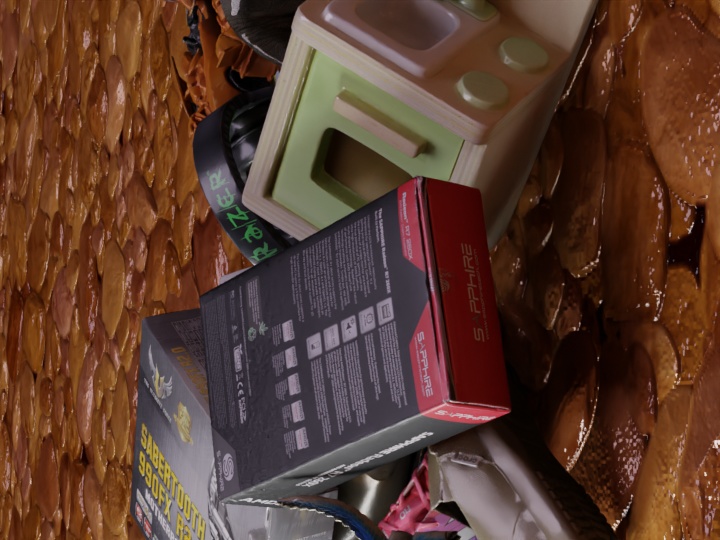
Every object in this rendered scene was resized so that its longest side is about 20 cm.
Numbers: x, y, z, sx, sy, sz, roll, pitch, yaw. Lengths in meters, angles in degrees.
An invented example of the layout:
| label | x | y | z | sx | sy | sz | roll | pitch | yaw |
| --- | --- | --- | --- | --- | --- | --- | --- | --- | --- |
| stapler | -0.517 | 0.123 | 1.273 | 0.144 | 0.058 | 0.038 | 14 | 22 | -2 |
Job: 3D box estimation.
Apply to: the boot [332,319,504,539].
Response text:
| label | x | y | z | sx | sy | sz | roll | pitch | yaw |
| --- | --- | --- | --- | --- | --- | --- | --- | --- | --- |
| boot | -0.005 | 0.094 | 1.462 | 0.075 | 0.097 | 0.200 | 50 | 118 | 41 |

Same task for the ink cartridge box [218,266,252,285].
| label | x | y | z | sx | sy | sz | roll | pitch | yaw |
| --- | --- | --- | --- | --- | --- | --- | --- | --- | --- |
| ink cartridge box | -0.111 | 0.103 | 1.822 | 0.176 | 0.045 | 0.200 | -19 | 52 | 67 |

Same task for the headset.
| label | x | y | z | sx | sy | sz | roll | pitch | yaw |
| --- | --- | --- | --- | --- | --- | --- | --- | --- | --- |
| headset | -0.047 | -0.049 | 1.513 | 0.094 | 0.200 | 0.124 | -33 | 91 | 26 |

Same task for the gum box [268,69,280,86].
| label | x | y | z | sx | sy | sz | roll | pitch | yaw |
| --- | --- | --- | --- | --- | --- | --- | --- | --- | --- |
| gum box | -0.044 | -0.099 | 1.707 | 0.200 | 0.066 | 0.114 | -113 | 31 | -49 |

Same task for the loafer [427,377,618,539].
| label | x | y | z | sx | sy | sz | roll | pitch | yaw |
| --- | --- | --- | --- | --- | --- | --- | --- | --- | --- |
| loafer | 0.063 | 0.103 | 1.332 | 0.067 | 0.076 | 0.200 | -45 | 46 | 13 |

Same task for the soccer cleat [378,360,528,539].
| label | x | y | z | sx | sy | sz | roll | pitch | yaw |
| --- | --- | --- | --- | --- | --- | --- | --- | --- | --- |
| soccer cleat | 0.046 | 0.144 | 1.428 | 0.068 | 0.073 | 0.200 | -126 | 45 | -60 |

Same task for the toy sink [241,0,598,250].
| label | x | y | z | sx | sy | sz | roll | pitch | yaw |
| --- | --- | --- | --- | --- | --- | --- | --- | --- | --- |
| toy sink | 0.031 | -0.099 | 1.362 | 0.130 | 0.112 | 0.200 | 32 | 131 | 14 |

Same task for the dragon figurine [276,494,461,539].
| label | x | y | z | sx | sy | sz | roll | pitch | yaw |
| --- | --- | --- | --- | --- | --- | --- | --- | --- | --- |
| dragon figurine | 0.034 | 0.196 | 1.350 | 0.059 | 0.200 | 0.100 | -6 | 60 | 50 |

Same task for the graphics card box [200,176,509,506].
| label | x | y | z | sx | sy | sz | roll | pitch | yaw |
| --- | --- | --- | --- | --- | --- | --- | --- | --- | --- |
| graphics card box | -0.007 | 0.043 | 1.327 | 0.200 | 0.051 | 0.126 | -28 | 63 | 44 |

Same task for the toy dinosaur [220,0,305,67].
| label | x | y | z | sx | sy | sz | roll | pitch | yaw |
| --- | --- | --- | --- | --- | --- | --- | --- | --- | --- |
| toy dinosaur | -0.047 | -0.181 | 1.492 | 0.077 | 0.102 | 0.200 | 152 | 128 | -75 |

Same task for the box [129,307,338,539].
| label | x | y | z | sx | sy | sz | roll | pitch | yaw |
| --- | --- | --- | --- | --- | --- | --- | --- | --- | --- |
| box | -0.083 | 0.143 | 1.528 | 0.200 | 0.048 | 0.159 | 51 | 143 | 46 |

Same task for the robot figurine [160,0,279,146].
| label | x | y | z | sx | sy | sz | roll | pitch | yaw |
| --- | --- | --- | --- | --- | --- | --- | --- | --- | --- |
| robot figurine | -0.097 | -0.179 | 1.674 | 0.200 | 0.058 | 0.145 | -108 | 31 | -43 |
